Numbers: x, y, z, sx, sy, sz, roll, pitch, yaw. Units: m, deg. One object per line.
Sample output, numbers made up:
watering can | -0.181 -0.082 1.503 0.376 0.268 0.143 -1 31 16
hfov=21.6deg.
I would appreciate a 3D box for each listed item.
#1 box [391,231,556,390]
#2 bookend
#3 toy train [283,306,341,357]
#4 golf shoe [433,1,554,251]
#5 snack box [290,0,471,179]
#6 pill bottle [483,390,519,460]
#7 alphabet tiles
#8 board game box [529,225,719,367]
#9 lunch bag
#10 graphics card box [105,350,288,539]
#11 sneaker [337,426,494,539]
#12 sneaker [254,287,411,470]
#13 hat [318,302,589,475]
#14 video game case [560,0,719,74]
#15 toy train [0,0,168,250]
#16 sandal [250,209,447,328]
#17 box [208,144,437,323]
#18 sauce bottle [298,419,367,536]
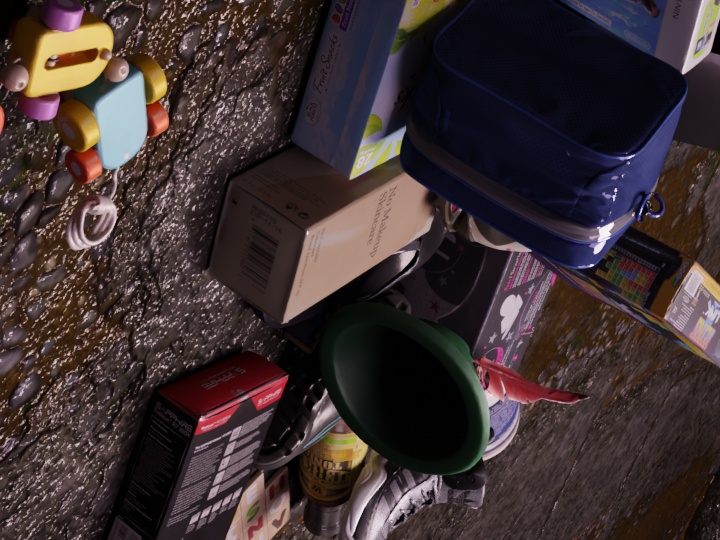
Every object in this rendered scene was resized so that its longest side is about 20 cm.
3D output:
box | 0.093 -0.004 1.691 0.114 0.132 0.201 -21 139 -50
bookend | 0.244 -0.213 1.747 0.198 0.199 0.093 11 120 -19
toy train | -0.006 -0.015 1.598 0.201 0.034 0.046 -60 155 5
golf shoe | 0.135 -0.112 1.513 0.201 0.088 0.077 -67 167 2
snack box | 0.047 -0.180 1.436 0.200 0.067 0.170 -28 146 -49
pill bottle | 0.102 0.106 1.890 0.111 0.111 0.200 -49 158 -18
alphabet tiles | -0.132 0.274 1.764 0.200 0.008 0.168 -45 155 -27
board game box | 0.224 0.003 1.583 0.057 0.165 0.200 -61 152 -1
lunch bag | 0.137 -0.097 1.384 0.136 0.199 0.133 -44 159 -41
graphics card box | -0.140 0.171 1.546 0.125 0.051 0.201 -24 140 -55
sneaker | 0.055 0.211 1.771 0.076 0.113 0.201 93 21 -63
sneaker | -0.033 0.094 1.660 0.200 0.075 0.079 -44 166 -8
hat | 0.079 0.063 1.611 0.176 0.165 0.201 -46 141 -39
video game case | 0.195 -0.273 1.444 0.045 0.199 0.182 -39 152 -33
toy train | -0.192 -0.085 1.083 0.151 0.055 0.200 -57 155 4
sandal | 0.000 0.001 1.556 0.199 0.043 0.077 -28 134 -31
box | -0.020 -0.049 1.460 0.200 0.077 0.095 -33 148 -45
sauce bottle | -0.025 0.178 1.780 0.065 0.064 0.201 -41 152 -35
